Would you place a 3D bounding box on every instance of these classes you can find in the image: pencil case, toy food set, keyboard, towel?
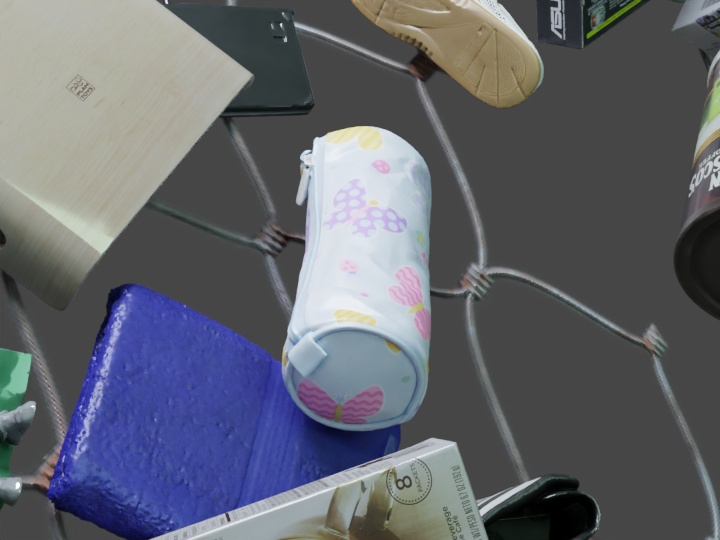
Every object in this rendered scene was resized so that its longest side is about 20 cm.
[{"bbox_3d":[0.000,0.000,0.936,0.091,0.083,0.201,45,29,-31],"label":"pencil case"},{"bbox_3d":[-0.169,-0.091,0.910,0.143,0.060,0.201,37,56,-3],"label":"toy food set"},{"bbox_3d":[-0.124,-0.156,1.011,0.198,0.021,0.129,-4,74,-39],"label":"keyboard"},{"bbox_3d":[-0.073,0.109,0.882,0.199,0.049,0.149,30,48,-21],"label":"towel"}]

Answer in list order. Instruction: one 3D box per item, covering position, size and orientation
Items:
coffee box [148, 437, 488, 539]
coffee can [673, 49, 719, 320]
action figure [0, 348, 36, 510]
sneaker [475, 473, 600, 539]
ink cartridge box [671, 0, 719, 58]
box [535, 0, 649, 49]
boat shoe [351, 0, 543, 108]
[{"bbox_3d":[-0.032,0.170,0.779,0.198,0.080,0.114,-19,88,-8],"label":"coffee box"},{"bbox_3d":[0.327,-0.073,1.209,0.146,0.146,0.201,33,49,-16],"label":"coffee can"},{"bbox_3d":[-0.261,0.069,0.763,0.198,0.055,0.120,16,59,-24],"label":"action figure"},{"bbox_3d":[0.105,0.164,0.910,0.199,0.114,0.077,9,67,-52],"label":"sneaker"},{"bbox_3d":[0.369,-0.179,1.303,0.198,0.109,0.051,29,82,-10],"label":"ink cartridge box"},{"bbox_3d":[0.204,-0.287,1.244,0.200,0.044,0.162,-38,133,-42],"label":"box"},{"bbox_3d":[0.053,-0.195,1.137,0.200,0.071,0.069,45,21,4],"label":"boat shoe"}]
